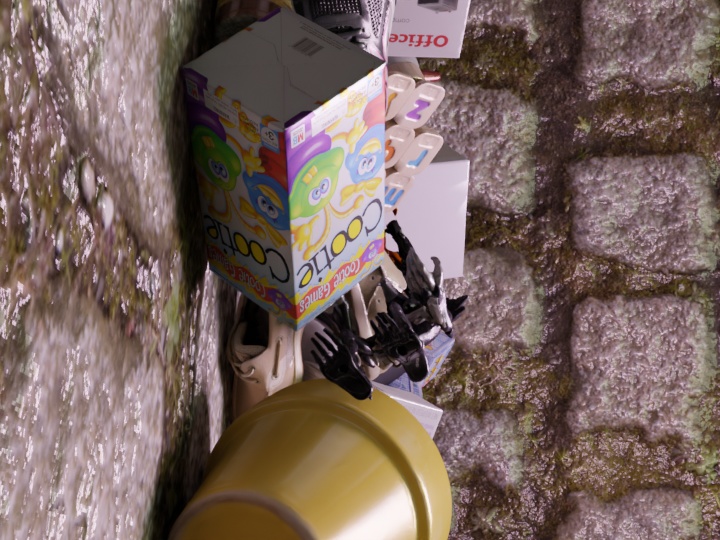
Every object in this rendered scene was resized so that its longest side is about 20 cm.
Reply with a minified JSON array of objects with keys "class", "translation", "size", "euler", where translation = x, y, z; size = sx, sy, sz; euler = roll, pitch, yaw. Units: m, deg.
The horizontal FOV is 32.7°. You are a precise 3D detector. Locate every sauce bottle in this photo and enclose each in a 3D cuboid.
[{"class":"sauce bottle","translation":[-0.077,-0.255,0.993],"size":[0.065,0.065,0.200],"euler":[88,5,-56]}]

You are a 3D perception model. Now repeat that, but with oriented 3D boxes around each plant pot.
[{"class":"plant pot","translation":[-0.050,0.199,0.934],"size":[0.189,0.200,0.201],"euler":[-22,116,-68]}]

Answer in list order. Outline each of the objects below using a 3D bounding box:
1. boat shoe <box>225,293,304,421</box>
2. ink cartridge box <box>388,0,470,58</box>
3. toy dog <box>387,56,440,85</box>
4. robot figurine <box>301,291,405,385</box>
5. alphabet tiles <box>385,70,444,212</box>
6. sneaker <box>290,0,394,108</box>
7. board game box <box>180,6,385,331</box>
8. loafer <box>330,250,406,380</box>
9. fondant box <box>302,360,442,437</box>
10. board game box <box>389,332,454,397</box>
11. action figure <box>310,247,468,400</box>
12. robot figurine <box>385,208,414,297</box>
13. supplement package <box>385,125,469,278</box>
[{"class":"boat shoe","translation":[-0.090,0.066,1.087],"size":[0.065,0.072,0.200],"euler":[-11,126,-44]},{"class":"ink cartridge box","translation":[0.026,-0.285,1.042],"size":[0.083,0.147,0.200],"euler":[-103,-164,-48]},{"class":"toy dog","translation":[0.003,-0.155,1.188],"size":[0.200,0.096,0.132],"euler":[-24,-114,45]},{"class":"robot figurine","translation":[-0.023,0.078,1.249],"size":[0.200,0.150,0.125],"euler":[-29,133,-45]},{"class":"alphabet tiles","translation":[-0.016,-0.104,1.117],"size":[0.196,0.200,0.015],"euler":[-54,-128,26]},{"class":"sneaker","translation":[-0.007,-0.155,0.941],"size":[0.200,0.080,0.086],"euler":[71,13,-59]},{"class":"board game box","translation":[-0.052,-0.072,0.914],"size":[0.103,0.105,0.200],"euler":[-39,146,-30]},{"class":"loafer","translation":[0.000,0.000,1.126],"size":[0.076,0.068,0.200],"euler":[18,-56,56]},{"class":"fondant box","translation":[-0.023,0.200,1.154],"size":[0.058,0.144,0.200],"euler":[26,-85,54]},{"class":"board game box","translation":[0.015,0.098,1.402],"size":[0.200,0.200,0.062],"euler":[-97,-150,-58]},{"class":"action figure","translation":[0.023,0.036,1.016],"size":[0.200,0.119,0.102],"euler":[-49,116,-76]},{"class":"robot figurine","translation":[-0.004,-0.040,1.355],"size":[0.058,0.145,0.200],"euler":[-30,95,-47]},{"class":"supplement package","translation":[0.023,-0.089,1.508],"size":[0.200,0.152,0.151],"euler":[-130,-142,-60]}]
